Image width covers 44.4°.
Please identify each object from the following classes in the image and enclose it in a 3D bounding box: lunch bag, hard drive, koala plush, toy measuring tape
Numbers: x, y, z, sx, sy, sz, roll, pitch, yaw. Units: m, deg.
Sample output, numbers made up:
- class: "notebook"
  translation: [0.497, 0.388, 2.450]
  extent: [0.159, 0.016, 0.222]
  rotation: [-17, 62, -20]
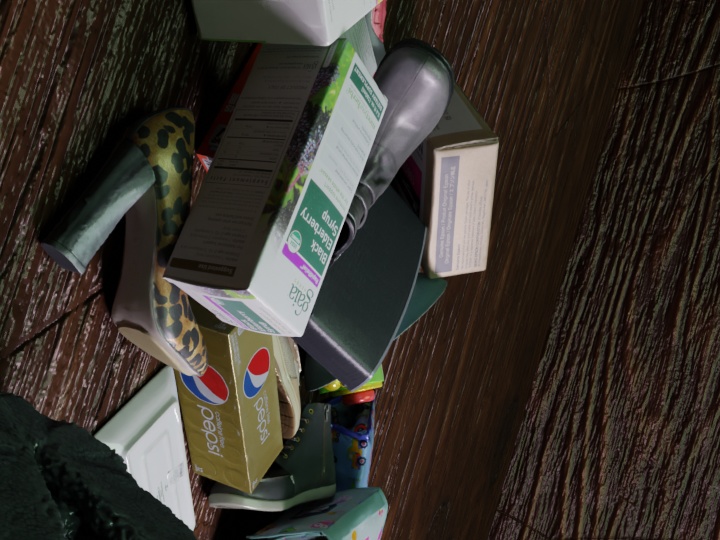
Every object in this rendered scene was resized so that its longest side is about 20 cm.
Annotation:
- class: "lunch bag"
  translation: [-0.061, 0.324, 0.955]
  extent: [0.201, 0.122, 0.170]
  rotation: [-53, 163, 15]
- class: "hard drive"
  translation: [0.000, 0.000, 0.860]
  extent: [0.135, 0.042, 0.201]
  rotation: [46, 51, -34]
- class: "koala plush"
  translation: [-0.224, 0.193, 0.500]
  extent: [0.201, 0.183, 0.177]
  rotation: [-54, 150, 6]
- class: "lunch bag"
  translation: [-0.019, 0.239, 1.127]
  extent: [0.200, 0.093, 0.152]
  rotation: [-31, 131, -74]
- class: "toy measuring tape"
  translation: [0.009, 0.130, 1.111]
  extent: [0.200, 0.073, 0.074]
  rotation: [6, 99, -66]

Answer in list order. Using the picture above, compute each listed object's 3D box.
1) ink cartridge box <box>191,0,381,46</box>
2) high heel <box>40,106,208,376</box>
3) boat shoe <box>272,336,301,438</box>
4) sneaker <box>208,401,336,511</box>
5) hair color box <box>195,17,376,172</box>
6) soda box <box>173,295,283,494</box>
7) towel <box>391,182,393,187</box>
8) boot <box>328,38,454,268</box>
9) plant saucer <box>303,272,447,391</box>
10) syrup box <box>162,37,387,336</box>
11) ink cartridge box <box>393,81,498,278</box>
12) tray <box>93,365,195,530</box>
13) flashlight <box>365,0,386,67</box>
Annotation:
- class: "ink cartridge box"
  translation: [-0.032, -0.245, 0.682]
  extent: [0.200, 0.116, 0.068]
  rotation: [-53, 143, -45]
- class: "high heel"
  translation: [-0.131, -0.015, 0.653]
  extent: [0.143, 0.071, 0.201]
  rotation: [-58, 145, -23]
- class: "boat shoe"
  translation: [-0.086, 0.083, 0.852]
  extent: [0.065, 0.071, 0.201]
  rotation: [-55, 147, -40]
- class: "sneaker"
  translation: [-0.093, 0.193, 0.935]
  extent: [0.200, 0.074, 0.108]
  rotation: [13, 75, -63]
- class: "hair color box"
  translation: [-0.058, -0.144, 0.770]
  extent: [0.111, 0.063, 0.202]
  rotation: [69, 40, -59]
- class: "soda box"
  translation: [-0.118, 0.104, 0.784]
  extent: [0.064, 0.067, 0.202]
  rotation: [-53, 151, -45]
- class: "towel"
  translation: [-0.015, -0.090, 0.927]
  extent: [0.200, 0.022, 0.146]
  rotation: [-33, 119, -59]
- class: "boot"
  translation: [0.008, -0.084, 0.730]
  extent: [0.132, 0.069, 0.200]
  rotation: [-64, -177, -37]
- class: "plant saucer"
  translation: [0.007, 0.058, 0.988]
  extent: [0.199, 0.036, 0.200]
  rotation: [-38, -175, 4]
- class: "syrup box"
  translation: [-0.056, -0.062, 0.635]
  extent: [0.079, 0.081, 0.202]
  rotation: [46, 57, -52]
- class: "ink cartridge box"
  translation: [0.083, -0.117, 0.989]
  extent: [0.201, 0.074, 0.166]
  rotation: [-111, -165, -52]
- class: "tray"
  translation: [-0.177, 0.189, 0.759]
  extent: [0.107, 0.022, 0.202]
  rotation: [-50, 149, -49]
- class: "flashlight"
  translation: [0.018, -0.254, 0.875]
  extent: [0.068, 0.067, 0.202]
  rotation: [-23, 127, -62]
